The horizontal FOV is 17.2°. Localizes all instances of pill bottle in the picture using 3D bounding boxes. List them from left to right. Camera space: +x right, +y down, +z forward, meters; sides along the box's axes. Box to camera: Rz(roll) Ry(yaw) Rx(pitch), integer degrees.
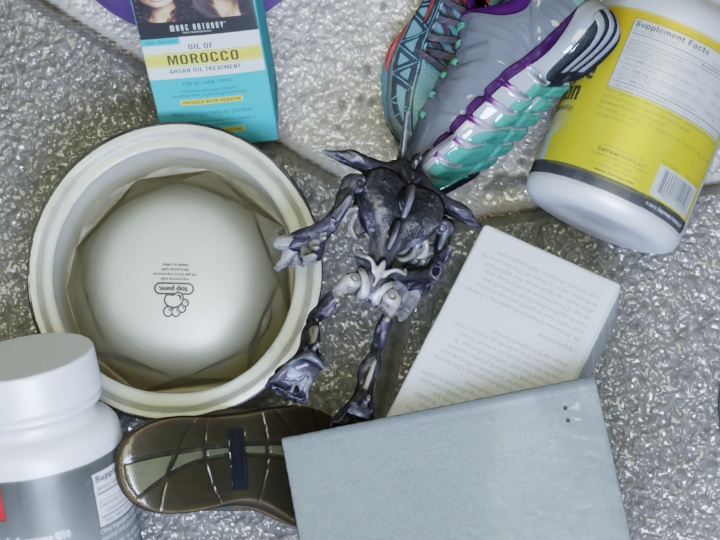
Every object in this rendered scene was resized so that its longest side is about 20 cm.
[{"bbox_3d":[-0.202,0.151,1.539,0.113,0.114,0.202,-9,106,1],"label":"pill bottle"},{"bbox_3d":[0.196,-0.121,1.595,0.111,0.112,0.201,23,83,6],"label":"pill bottle"}]

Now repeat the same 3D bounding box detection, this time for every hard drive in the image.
[{"bbox_3d":[0.060,0.152,1.452,0.198,0.033,0.141,-11,71,0],"label":"hard drive"}]

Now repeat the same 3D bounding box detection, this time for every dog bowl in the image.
[{"bbox_3d":[-0.122,0.005,1.612,0.198,0.074,0.202,0,82,2],"label":"dog bowl"}]

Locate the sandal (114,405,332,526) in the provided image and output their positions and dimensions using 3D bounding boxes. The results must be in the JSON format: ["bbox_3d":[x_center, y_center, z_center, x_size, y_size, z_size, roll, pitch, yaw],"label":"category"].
[{"bbox_3d":[-0.081,0.132,1.564,0.199,0.054,0.082,1,82,-37],"label":"sandal"}]

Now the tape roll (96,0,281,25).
[{"bbox_3d":[-0.122,-0.270,1.648,0.198,0.085,0.202,0,81,2],"label":"tape roll"}]

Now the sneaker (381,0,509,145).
[{"bbox_3d":[0.067,-0.177,1.618,0.079,0.096,0.201,21,83,6],"label":"sneaker"}]

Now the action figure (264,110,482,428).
[{"bbox_3d":[0.000,0.000,1.530,0.118,0.102,0.201,28,69,-18],"label":"action figure"}]

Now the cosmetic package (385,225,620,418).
[{"bbox_3d":[0.082,0.086,1.529,0.101,0.071,0.201,25,74,13],"label":"cosmetic package"}]

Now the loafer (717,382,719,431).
[{"bbox_3d":[0.278,0.059,1.587,0.071,0.063,0.202,5,82,4],"label":"loafer"}]

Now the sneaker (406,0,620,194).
[{"bbox_3d":[0.079,-0.128,1.574,0.200,0.074,0.088,-41,72,23],"label":"sneaker"}]

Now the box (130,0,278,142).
[{"bbox_3d":[-0.104,-0.162,1.572,0.082,0.201,0.049,-5,54,2],"label":"box"}]
